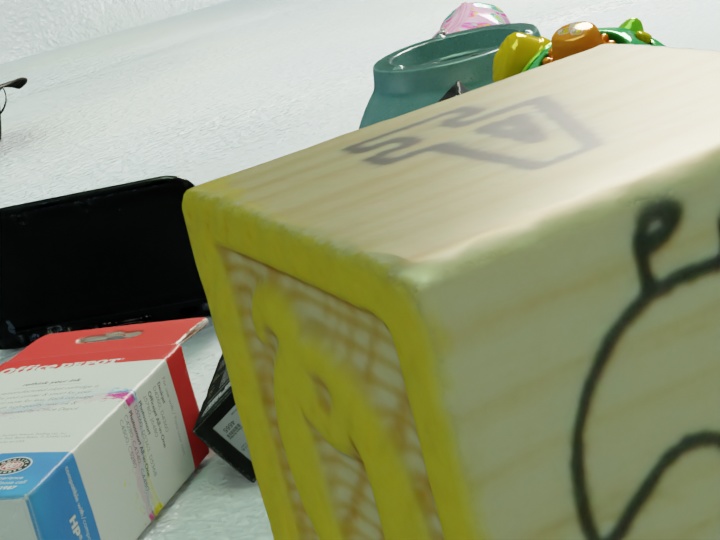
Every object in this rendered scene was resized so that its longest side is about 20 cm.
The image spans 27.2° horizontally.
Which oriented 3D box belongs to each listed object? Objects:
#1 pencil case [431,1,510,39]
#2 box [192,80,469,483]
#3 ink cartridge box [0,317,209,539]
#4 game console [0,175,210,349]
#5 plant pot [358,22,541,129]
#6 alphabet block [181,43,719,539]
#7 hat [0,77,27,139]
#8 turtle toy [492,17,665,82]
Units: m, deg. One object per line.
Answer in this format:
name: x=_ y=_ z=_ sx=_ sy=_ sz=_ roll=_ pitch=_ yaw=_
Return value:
pencil case: x=0.104 y=-0.212 z=1.475 sx=0.087 sy=0.088 sz=0.200 roll=-9 pitch=17 yaw=16
box: x=0.000 y=0.000 z=0.788 sx=0.200 sy=0.043 sz=0.160 roll=-47 pitch=10 yaw=15
ink cartridge box: x=-0.155 y=0.095 z=0.750 sx=0.115 sy=0.068 sz=0.200 roll=-6 pitch=19 yaw=22
game console: x=-0.173 y=-0.021 z=1.045 sx=0.198 sy=0.117 sz=0.176 roll=-9 pitch=18 yaw=14
plant pot: x=0.079 y=-0.094 z=1.041 sx=0.199 sy=0.135 sz=0.200 roll=-13 pitch=17 yaw=4
alphabet block: x=0.077 y=0.040 z=0.529 sx=0.199 sy=0.197 sz=0.196 roll=-22 pitch=17 yaw=-22
hat: x=-0.507 y=-0.186 z=1.897 sx=0.199 sy=0.082 sz=0.201 roll=-12 pitch=9 yaw=2
turtle toy: x=0.140 y=-0.058 z=0.852 sx=0.145 sy=0.202 sz=0.101 roll=16 pitch=-16 yaw=-7
